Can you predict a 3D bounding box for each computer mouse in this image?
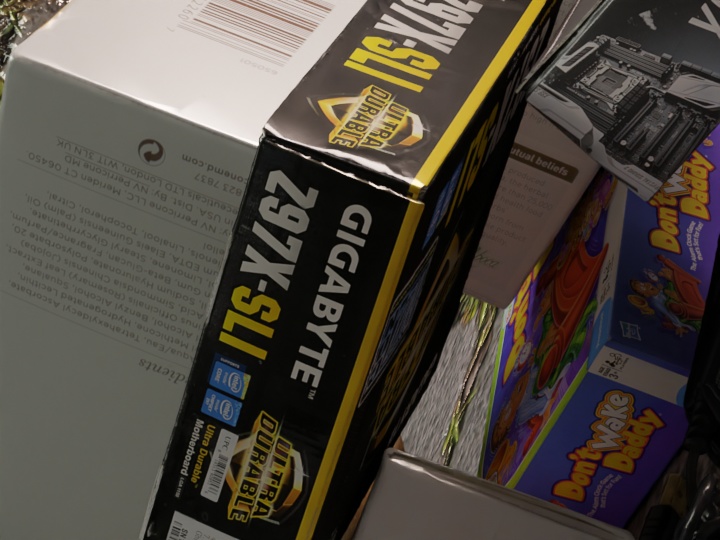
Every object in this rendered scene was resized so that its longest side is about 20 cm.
[{"bbox_3d":[0.120,0.032,0.774,0.140,0.046,0.200,99,-173,-59],"label":"computer mouse"}]

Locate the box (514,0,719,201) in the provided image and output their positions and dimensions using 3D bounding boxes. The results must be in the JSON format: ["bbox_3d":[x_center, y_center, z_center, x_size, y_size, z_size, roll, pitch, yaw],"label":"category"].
[{"bbox_3d":[0.127,-0.116,0.769,0.158,0.050,0.200,-49,3,22],"label":"box"}]

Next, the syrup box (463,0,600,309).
[{"bbox_3d":[0.067,-0.091,0.961,0.200,0.081,0.079,-58,13,36],"label":"syrup box"}]

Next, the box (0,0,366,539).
[{"bbox_3d":[-0.057,-0.007,0.911,0.152,0.106,0.200,-55,-16,-54],"label":"box"}]

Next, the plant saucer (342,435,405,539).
[{"bbox_3d":[-0.024,0.124,0.935,0.200,0.035,0.200,19,-90,-81],"label":"plant saucer"}]

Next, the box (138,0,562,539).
[{"bbox_3d":[0.000,0.000,0.751,0.200,0.049,0.160,-56,-16,-62],"label":"box"}]

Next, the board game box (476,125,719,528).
[{"bbox_3d":[0.095,0.006,0.984,0.200,0.045,0.135,-77,11,-46],"label":"board game box"}]

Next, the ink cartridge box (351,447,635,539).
[{"bbox_3d":[0.022,0.147,0.834,0.200,0.083,0.145,87,-157,-78],"label":"ink cartridge box"}]
